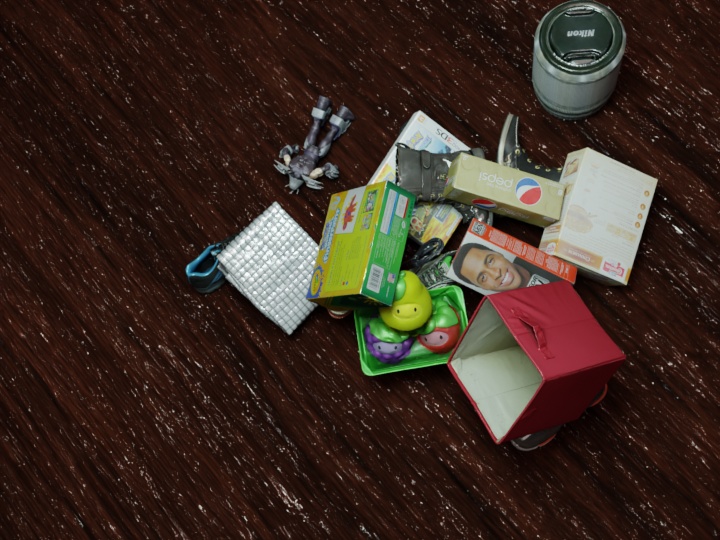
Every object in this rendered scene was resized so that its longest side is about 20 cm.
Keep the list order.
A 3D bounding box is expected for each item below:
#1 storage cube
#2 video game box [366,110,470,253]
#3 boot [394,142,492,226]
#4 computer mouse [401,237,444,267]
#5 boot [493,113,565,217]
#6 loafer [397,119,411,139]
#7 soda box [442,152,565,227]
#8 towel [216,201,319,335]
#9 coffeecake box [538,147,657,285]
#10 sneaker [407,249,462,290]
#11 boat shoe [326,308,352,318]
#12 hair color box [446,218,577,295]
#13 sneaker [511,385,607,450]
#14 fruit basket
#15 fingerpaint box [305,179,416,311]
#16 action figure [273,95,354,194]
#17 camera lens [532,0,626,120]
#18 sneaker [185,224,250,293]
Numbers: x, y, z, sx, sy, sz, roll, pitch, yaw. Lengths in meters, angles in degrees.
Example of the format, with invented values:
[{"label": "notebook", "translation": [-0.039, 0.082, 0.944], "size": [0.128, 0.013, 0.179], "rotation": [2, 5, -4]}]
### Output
[{"label": "storage cube", "translation": [0.277, 0.143, 1.387], "size": [0.178, 0.201, 0.172], "rotation": [-9, 51, -31]}, {"label": "video game box", "translation": [0.123, -0.161, 1.610], "size": [0.181, 0.047, 0.201], "rotation": [34, 85, -8]}, {"label": "boot", "translation": [0.142, -0.133, 1.562], "size": [0.172, 0.069, 0.202], "rotation": [-5, 83, -12]}, {"label": "computer mouse", "translation": [0.073, -0.005, 1.610], "size": [0.199, 0.034, 0.059], "rotation": [-25, 43, 28]}, {"label": "boot", "translation": [0.328, -0.191, 1.628], "size": [0.149, 0.073, 0.202], "rotation": [6, 75, 10]}, {"label": "loafer", "translation": [0.114, -0.185, 1.668], "size": [0.072, 0.072, 0.202], "rotation": [-8, 91, -13]}, {"label": "soda box", "translation": [0.250, -0.139, 1.518], "size": [0.198, 0.064, 0.068], "rotation": [16, 77, -9]}, {"label": "towel", "translation": [-0.151, -0.003, 1.633], "size": [0.200, 0.086, 0.166], "rotation": [45, 86, -5]}, {"label": "coffeecake box", "translation": [0.421, -0.093, 1.547], "size": [0.152, 0.073, 0.202], "rotation": [21, 82, -14]}, {"label": "sneaker", "translation": [0.140, 0.005, 1.600], "size": [0.199, 0.085, 0.079], "rotation": [-28, 72, 2]}, {"label": "boat shoe", "translation": [0.000, 0.000, 1.600], "size": [0.071, 0.063, 0.201], "rotation": [30, 78, 7]}, {"label": "hair color box", "translation": [0.260, 0.003, 1.498], "size": [0.199, 0.061, 0.102], "rotation": [26, 123, 5]}, {"label": "sneaker", "translation": [0.339, 0.234, 1.504], "size": [0.199, 0.082, 0.077], "rotation": [-38, 72, -2]}, {"label": "fruit basket", "translation": [0.088, 0.093, 1.525], "size": [0.213, 0.216, 0.157], "rotation": [-11, 73, 7]}, {"label": "fingerpaint box", "translation": [0.000, -0.038, 1.490], "size": [0.166, 0.073, 0.202], "rotation": [-9, 63, 53]}, {"label": "action figure", "translation": [-0.089, -0.238, 1.718], "size": [0.129, 0.069, 0.201], "rotation": [28, 85, 8]}, {"label": "camera lens", "translation": [0.398, -0.385, 1.602], "size": [0.158, 0.200, 0.162], "rotation": [-3, 74, 9]}, {"label": "sneaker", "translation": [-0.248, -0.031, 1.678], "size": [0.199, 0.082, 0.073], "rotation": [-38, 69, -4]}]
